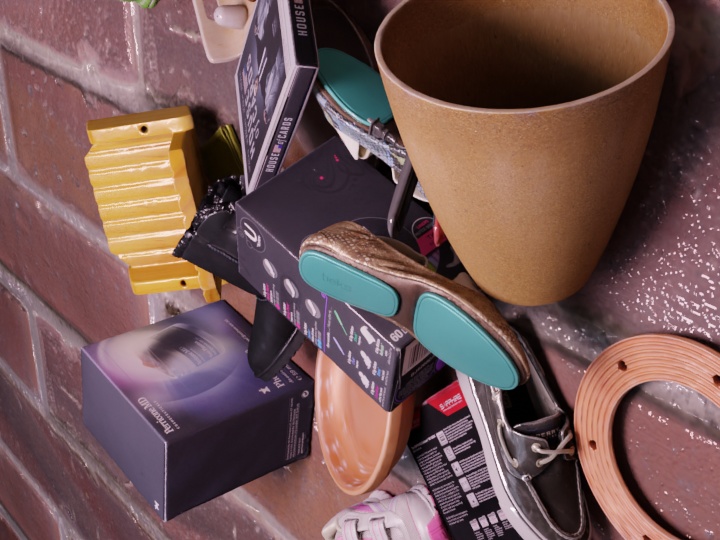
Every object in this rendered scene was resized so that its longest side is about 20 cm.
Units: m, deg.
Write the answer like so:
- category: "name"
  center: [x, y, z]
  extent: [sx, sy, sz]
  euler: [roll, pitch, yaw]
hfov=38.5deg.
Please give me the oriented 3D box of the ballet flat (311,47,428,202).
- category: "ballet flat"
  center: [0.025, -0.107, 0.860]
  extent: [0.200, 0.074, 0.074]
  euler: [40, 136, 19]

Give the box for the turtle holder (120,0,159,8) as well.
- category: "turtle holder"
  center: [-0.228, -0.370, 1.055]
  extent: [0.141, 0.131, 0.187]
  euler: [1, 107, 52]

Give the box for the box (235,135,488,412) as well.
- category: "box"
  center: [0.000, 0.000, 0.890]
  extent: [0.200, 0.122, 0.106]
  euler: [41, 151, 23]

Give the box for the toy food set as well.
- category: "toy food set"
  center: [-0.120, -0.313, 0.969]
  extent: [0.200, 0.060, 0.144]
  euler: [-45, 56, 52]

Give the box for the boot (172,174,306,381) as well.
- category: "boot"
  center: [-0.113, 0.009, 1.042]
  extent: [0.162, 0.074, 0.199]
  euler: [30, 125, -12]

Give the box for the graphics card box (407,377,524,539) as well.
- category: "graphics card box"
  center: [0.119, 0.198, 0.921]
  extent: [0.201, 0.051, 0.125]
  euler: [64, 146, 12]

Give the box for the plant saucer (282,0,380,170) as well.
- category: "plant saucer"
  center: [-0.034, -0.164, 0.975]
  extent: [0.200, 0.032, 0.201]
  euler: [28, 126, 45]

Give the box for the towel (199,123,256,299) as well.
- category: "towel"
  center: [-0.133, -0.060, 1.172]
  extent: [0.086, 0.018, 0.201]
  euler: [-29, 82, 54]

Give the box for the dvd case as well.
- category: "dvd case"
  center: [-0.078, -0.176, 0.916]
  extent: [0.200, 0.025, 0.151]
  euler: [121, 145, -56]

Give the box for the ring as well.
- category: "ring"
  center: [0.240, 0.141, 0.757]
  extent: [0.200, 0.019, 0.202]
  euler: [29, 128, 45]

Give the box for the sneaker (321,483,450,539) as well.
- category: "sneaker"
  center: [0.024, 0.269, 1.033]
  extent: [0.082, 0.088, 0.200]
  euler: [67, 154, 6]

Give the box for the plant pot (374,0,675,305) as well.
- category: "plant pot"
  center: [0.116, -0.079, 0.709]
  extent: [0.186, 0.186, 0.201]
  euler: [35, 149, 40]

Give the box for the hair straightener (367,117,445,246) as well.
- category: "hair straightener"
  center: [0.042, -0.121, 0.800]
  extent: [0.041, 0.076, 0.201]
  euler: [56, -137, -76]

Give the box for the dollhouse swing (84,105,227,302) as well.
- category: "dollhouse swing"
  center: [-0.237, -0.060, 1.148]
  extent: [0.180, 0.176, 0.201]
  euler: [-6, 112, 11]

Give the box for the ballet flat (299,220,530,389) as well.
- category: "ballet flat"
  center: [0.048, 0.016, 0.778]
  extent: [0.199, 0.065, 0.071]
  euler: [31, 138, 13]

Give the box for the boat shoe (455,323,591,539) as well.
- category: "boat shoe"
  center: [0.139, 0.140, 0.844]
  extent: [0.201, 0.070, 0.064]
  euler: [65, 153, 11]

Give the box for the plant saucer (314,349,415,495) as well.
- category: "plant saucer"
  center: [0.005, 0.115, 1.000]
  extent: [0.200, 0.037, 0.202]
  euler: [-178, 90, -69]

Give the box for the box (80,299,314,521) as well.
- category: "box"
  center: [-0.191, 0.153, 1.194]
  extent: [0.200, 0.198, 0.124]
  euler: [36, 132, 39]
